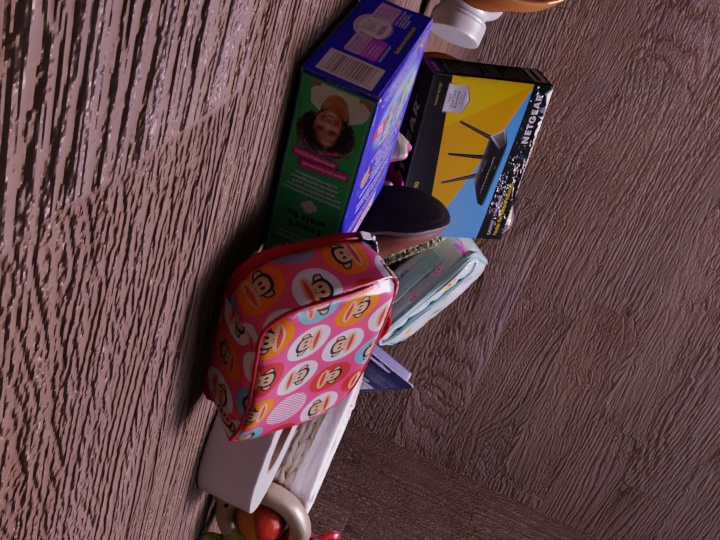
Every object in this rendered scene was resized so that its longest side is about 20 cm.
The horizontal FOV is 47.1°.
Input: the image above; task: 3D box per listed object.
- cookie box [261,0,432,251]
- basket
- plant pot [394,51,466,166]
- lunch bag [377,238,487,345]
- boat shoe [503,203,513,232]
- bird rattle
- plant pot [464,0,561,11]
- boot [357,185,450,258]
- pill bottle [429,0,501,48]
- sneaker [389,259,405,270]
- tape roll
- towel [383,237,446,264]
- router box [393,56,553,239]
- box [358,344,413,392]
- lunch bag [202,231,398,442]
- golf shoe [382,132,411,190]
[{"bbox_3d":[-0.013,-0.122,0.765,0.172,0.074,0.203,-61,172,-48],"label":"cookie box"},{"bbox_3d":[-0.090,0.223,1.150,0.137,0.121,0.203,104,10,-58],"label":"basket"},{"bbox_3d":[0.092,-0.187,1.050,0.141,0.195,0.203,-88,-165,-56],"label":"plant pot"},{"bbox_3d":[0.084,0.026,1.164,0.199,0.077,0.160,-42,169,9],"label":"lunch bag"},{"bbox_3d":[0.171,-0.123,1.113,0.072,0.064,0.203,-37,-136,22],"label":"boat shoe"},{"bbox_3d":[-0.119,0.341,1.062,0.113,0.195,0.166,-54,142,-49],"label":"bird rattle"},{"bbox_3d":[0.180,-0.400,0.993,0.204,0.197,0.140,-66,-169,-6],"label":"plant pot"},{"bbox_3d":[0.000,0.000,0.948,0.184,0.069,0.202,-17,149,-19],"label":"boot"},{"bbox_3d":[0.169,-0.428,1.173,0.111,0.109,0.204,8,104,-84],"label":"pill bottle"},{"bbox_3d":[0.061,-0.047,1.255,0.070,0.099,0.202,-15,149,-40],"label":"sneaker"},{"bbox_3d":[-0.116,0.174,0.971,0.202,0.069,0.206,24,89,-84],"label":"tape roll"},{"bbox_3d":[0.052,-0.065,1.141,0.197,0.037,0.150,-24,-145,25],"label":"towel"},{"bbox_3d":[0.119,-0.135,0.950,0.052,0.145,0.204,-112,-152,-51],"label":"router box"},{"bbox_3d":[-0.008,0.127,1.179,0.033,0.121,0.199,-57,-162,-22],"label":"box"},{"bbox_3d":[-0.044,0.060,0.743,0.173,0.083,0.202,-15,145,-34],"label":"lunch bag"},{"bbox_3d":[-0.005,-0.083,0.939,0.076,0.090,0.203,-62,174,-52],"label":"golf shoe"}]
